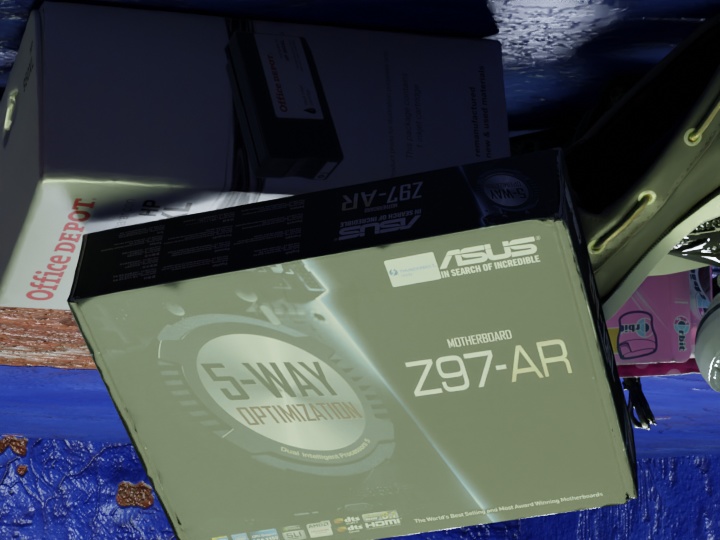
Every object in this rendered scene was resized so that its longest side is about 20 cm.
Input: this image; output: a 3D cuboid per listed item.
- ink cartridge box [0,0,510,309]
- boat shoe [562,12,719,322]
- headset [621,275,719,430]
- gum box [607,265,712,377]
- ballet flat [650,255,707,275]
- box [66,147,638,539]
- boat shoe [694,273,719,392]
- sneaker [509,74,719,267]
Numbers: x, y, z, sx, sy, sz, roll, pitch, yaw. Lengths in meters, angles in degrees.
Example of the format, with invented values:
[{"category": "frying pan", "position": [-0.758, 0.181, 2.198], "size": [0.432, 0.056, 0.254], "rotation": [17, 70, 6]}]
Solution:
[{"category": "ink cartridge box", "position": [-0.052, -0.041, 0.926], "size": [0.200, 0.084, 0.145], "rotation": [3, 157, -16]}, {"category": "boat shoe", "position": [0.102, -0.029, 0.900], "size": [0.202, 0.072, 0.060], "rotation": [-41, 118, 19]}, {"category": "headset", "position": [0.288, 0.054, 1.591], "size": [0.200, 0.094, 0.124], "rotation": [-14, 167, 16]}, {"category": "gum box", "position": [0.102, 0.002, 1.191], "size": [0.200, 0.114, 0.066], "rotation": [-5, 170, 29]}, {"category": "ballet flat", "position": [0.197, -0.040, 1.102], "size": [0.200, 0.069, 0.069], "rotation": [-4, 173, -21]}, {"category": "box", "position": [0.002, 0.040, 0.878], "size": [0.200, 0.044, 0.160], "rotation": [-9, 129, 11]}, {"category": "boat shoe", "position": [0.204, 0.021, 1.081], "size": [0.074, 0.067, 0.200], "rotation": [-24, 162, 15]}, {"category": "sneaker", "position": [0.104, -0.048, 1.015], "size": [0.199, 0.076, 0.114], "rotation": [6, 161, 36]}]
